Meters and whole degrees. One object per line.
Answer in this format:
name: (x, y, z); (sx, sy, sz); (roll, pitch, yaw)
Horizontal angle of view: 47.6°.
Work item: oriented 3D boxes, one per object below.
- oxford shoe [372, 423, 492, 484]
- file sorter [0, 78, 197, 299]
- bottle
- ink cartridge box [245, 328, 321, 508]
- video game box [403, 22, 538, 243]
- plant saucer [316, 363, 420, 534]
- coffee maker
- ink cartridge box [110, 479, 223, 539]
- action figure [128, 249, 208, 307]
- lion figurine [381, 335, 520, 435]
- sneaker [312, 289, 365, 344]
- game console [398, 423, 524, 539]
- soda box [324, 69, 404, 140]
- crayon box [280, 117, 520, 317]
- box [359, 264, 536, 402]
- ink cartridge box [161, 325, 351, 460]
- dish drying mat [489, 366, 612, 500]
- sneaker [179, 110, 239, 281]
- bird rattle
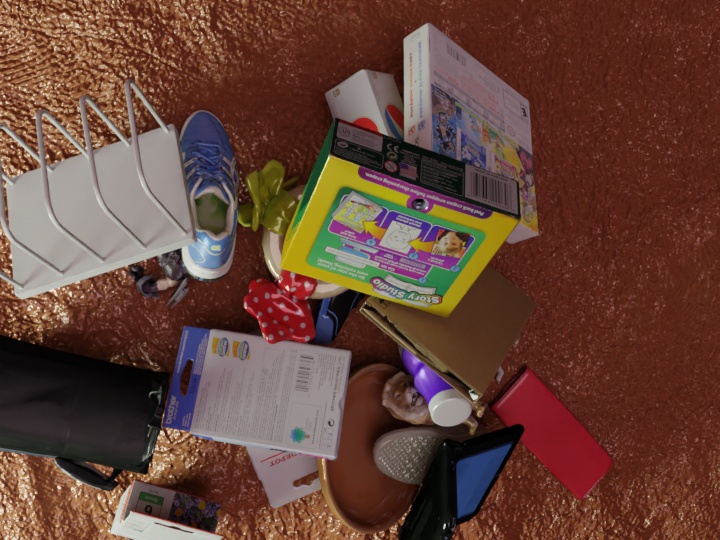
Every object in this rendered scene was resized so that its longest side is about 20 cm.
oxford shoe: (0.092, 0.224, 1.036); (0.197, 0.058, 0.077); (4, 111, -35)
file sorter: (-0.284, -0.084, 0.812); (0.196, 0.125, 0.141); (-17, 67, 3)
bottle: (0.087, 0.089, 0.963); (0.082, 0.202, 0.066); (0, 131, -11)
ink cartridge box: (-0.096, 0.174, 1.009); (0.114, 0.068, 0.204); (-20, 104, -7)
video game box: (0.126, -0.148, 0.918); (0.198, 0.046, 0.186); (24, 56, -41)
plant saucer: (0.012, 0.217, 1.008); (0.198, 0.037, 0.205); (5, 83, -48)
coffee maker: (-0.317, 0.141, 0.900); (0.196, 0.137, 0.193); (13, 142, -14)
ink cartridge box: (-0.221, 0.283, 0.942); (0.107, 0.200, 0.051); (20, 61, -14)
action figure: (-0.247, -0.041, 0.941); (0.198, 0.069, 0.132); (30, 87, -19)
lion figurine: (0.116, 0.123, 1.029); (0.121, 0.201, 0.073); (27, 140, 14)
sneaker: (0.000, 0.000, 0.994); (0.076, 0.070, 0.204); (18, 96, -7)
game console: (0.124, 0.304, 0.996); (0.114, 0.178, 0.203); (13, 127, -5)
soda box: (0.030, -0.123, 0.934); (0.063, 0.068, 0.204); (-24, 82, 32)
crayon box: (0.036, -0.045, 0.829); (0.196, 0.059, 0.173); (17, 140, -12)
box: (0.109, 0.043, 0.947); (0.163, 0.200, 0.021); (38, 130, 7)
ink cartridge box: (-0.114, 0.137, 0.920); (0.195, 0.042, 0.122); (10, 73, -2)
dish drying mat: (0.264, 0.225, 1.117); (0.077, 0.018, 0.200); (-45, 105, -1)
sneaker: (-0.163, -0.094, 0.905); (0.074, 0.077, 0.204); (-1, 66, -21)
bird rattle: (-0.064, -0.024, 0.922); (0.159, 0.113, 0.205); (-12, 83, -1)
